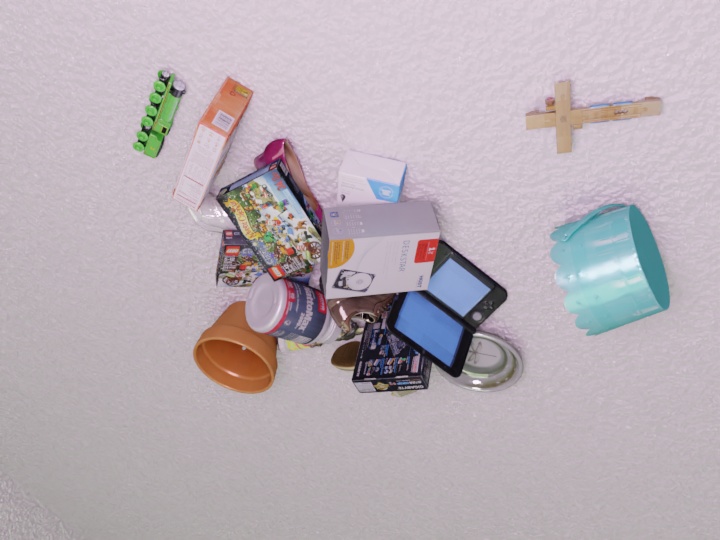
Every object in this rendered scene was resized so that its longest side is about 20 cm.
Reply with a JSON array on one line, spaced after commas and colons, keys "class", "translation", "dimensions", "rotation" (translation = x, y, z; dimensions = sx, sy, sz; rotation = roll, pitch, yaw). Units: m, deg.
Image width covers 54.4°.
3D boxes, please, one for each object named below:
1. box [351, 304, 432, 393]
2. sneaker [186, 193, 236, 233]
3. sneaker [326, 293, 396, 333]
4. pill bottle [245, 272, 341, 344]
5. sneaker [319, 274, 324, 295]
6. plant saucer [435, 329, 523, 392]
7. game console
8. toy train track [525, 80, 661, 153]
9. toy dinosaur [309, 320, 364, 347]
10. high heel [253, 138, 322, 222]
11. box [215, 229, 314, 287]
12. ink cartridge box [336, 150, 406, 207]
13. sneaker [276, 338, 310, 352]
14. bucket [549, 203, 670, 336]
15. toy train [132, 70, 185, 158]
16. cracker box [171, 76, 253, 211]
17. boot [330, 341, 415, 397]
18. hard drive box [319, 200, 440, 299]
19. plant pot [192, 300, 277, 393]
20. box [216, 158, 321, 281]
[{"class": "box", "translation": [0.076, 0.150, 1.442], "dimensions": [0.155, 0.203, 0.046], "rotation": [-9, 136, 26]}, {"class": "sneaker", "translation": [-0.255, -0.114, 1.398], "dimensions": [0.198, 0.079, 0.099], "rotation": [35, 130, -29]}, {"class": "sneaker", "translation": [0.025, 0.065, 1.388], "dimensions": [0.077, 0.196, 0.070], "rotation": [64, 149, 10]}, {"class": "pill bottle", "translation": [-0.130, 0.087, 1.454], "dimensions": [0.118, 0.123, 0.198], "rotation": [-22, 151, 36]}, {"class": "sneaker", "translation": [0.000, 0.000, 1.432], "dimensions": [0.197, 0.074, 0.082], "rotation": [-24, 156, 37]}, {"class": "plant saucer", "translation": [0.257, 0.186, 1.525], "dimensions": [0.194, 0.051, 0.203], "rotation": [11, 137, 10]}, {"class": "game console", "translation": [0.171, 0.076, 1.363], "dimensions": [0.198, 0.119, 0.171], "rotation": [34, 118, -17]}, {"class": "toy train track", "translation": [0.351, -0.243, 1.068], "dimensions": [0.194, 0.033, 0.117], "rotation": [-3, 126, 15]}, {"class": "toy dinosaur", "translation": [-0.031, 0.135, 1.579], "dimensions": [0.194, 0.049, 0.089], "rotation": [-7, 147, 17]}, {"class": "high heel", "translation": [-0.108, -0.153, 1.299], "dimensions": [0.095, 0.068, 0.202], "rotation": [-19, 113, 48]}, {"class": "box", "translation": [-0.189, -0.022, 1.420], "dimensions": [0.194, 0.038, 0.138], "rotation": [-1, 142, -20]}, {"class": "ink cartridge box", "translation": [0.015, -0.111, 1.295], "dimensions": [0.113, 0.068, 0.203], "rotation": [12, 137, 6]}, {"class": "sneaker", "translation": [-0.147, 0.111, 1.587], "dimensions": [0.088, 0.080, 0.202], "rotation": [3, 142, 5]}, {"class": "bucket", "translation": [0.417, -0.003, 1.166], "dimensions": [0.133, 0.210, 0.208], "rotation": [-20, 126, 32]}, {"class": "toy train", "translation": [-0.369, -0.282, 1.283], "dimensions": [0.055, 0.043, 0.200], "rotation": [22, 139, -18]}, {"class": "cracker box", "translation": [-0.262, -0.219, 1.235], "dimensions": [0.057, 0.136, 0.201], "rotation": [27, 138, -11]}, {"class": "boot", "translation": [0.040, 0.234, 1.642], "dimensions": [0.196, 0.073, 0.155], "rotation": [-8, 137, 34]}, {"class": "hard drive box", "translation": [0.030, -0.036, 1.245], "dimensions": [0.194, 0.078, 0.158], "rotation": [-6, 139, -10]}, {"class": "plant pot", "translation": [-0.273, 0.170, 1.636], "dimensions": [0.194, 0.142, 0.203], "rotation": [11, 137, 10]}, {"class": "box", "translation": [-0.153, -0.088, 1.289], "dimensions": [0.134, 0.038, 0.202], "rotation": [-22, 120, 20]}]
